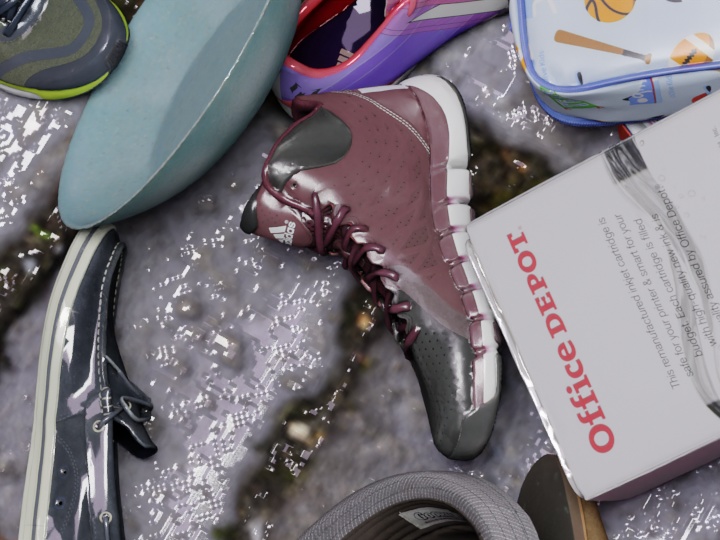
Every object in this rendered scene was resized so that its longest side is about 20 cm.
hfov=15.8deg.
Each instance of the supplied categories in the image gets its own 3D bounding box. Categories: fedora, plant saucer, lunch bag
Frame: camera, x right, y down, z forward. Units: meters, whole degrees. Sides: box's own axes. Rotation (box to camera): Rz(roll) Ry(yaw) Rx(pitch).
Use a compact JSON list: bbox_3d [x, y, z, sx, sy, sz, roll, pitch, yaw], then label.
[{"bbox_3d":[0.027,0.190,1.205,0.200,0.090,0.177,-49,39,13],"label":"fedora"},{"bbox_3d":[-0.079,-0.099,1.286,0.039,0.201,0.201,32,80,-21],"label":"plant saucer"},{"bbox_3d":[0.139,-0.174,1.267,0.160,0.076,0.201,-8,75,14],"label":"lunch bag"}]

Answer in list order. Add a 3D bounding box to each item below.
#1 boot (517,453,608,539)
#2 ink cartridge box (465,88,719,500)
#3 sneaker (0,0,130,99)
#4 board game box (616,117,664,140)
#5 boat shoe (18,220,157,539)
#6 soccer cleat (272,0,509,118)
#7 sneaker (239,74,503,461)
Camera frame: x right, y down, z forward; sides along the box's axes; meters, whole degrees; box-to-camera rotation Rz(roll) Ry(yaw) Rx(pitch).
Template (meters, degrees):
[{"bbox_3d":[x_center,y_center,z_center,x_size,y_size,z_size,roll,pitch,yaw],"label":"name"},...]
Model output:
[{"bbox_3d":[0.120,0.184,1.233,0.075,0.074,0.201,-1,68,-22],"label":"boot"},{"bbox_3d":[0.170,0.002,1.209,0.200,0.084,0.145,-27,76,18],"label":"ink cartridge box"},{"bbox_3d":[-0.212,-0.153,1.353,0.200,0.081,0.074,26,81,14],"label":"sneaker"},{"bbox_3d":[0.243,-0.036,1.273,0.153,0.040,0.200,-34,73,-1],"label":"board game box"},{"bbox_3d":[-0.130,0.075,1.287,0.062,0.075,0.201,4,79,2],"label":"boat shoe"},{"bbox_3d":[0.035,-0.151,1.318,0.200,0.073,0.068,-39,73,-3],"label":"soccer cleat"},{"bbox_3d":[0.000,0.000,1.269,0.115,0.076,0.201,-1,65,-15],"label":"sneaker"}]
